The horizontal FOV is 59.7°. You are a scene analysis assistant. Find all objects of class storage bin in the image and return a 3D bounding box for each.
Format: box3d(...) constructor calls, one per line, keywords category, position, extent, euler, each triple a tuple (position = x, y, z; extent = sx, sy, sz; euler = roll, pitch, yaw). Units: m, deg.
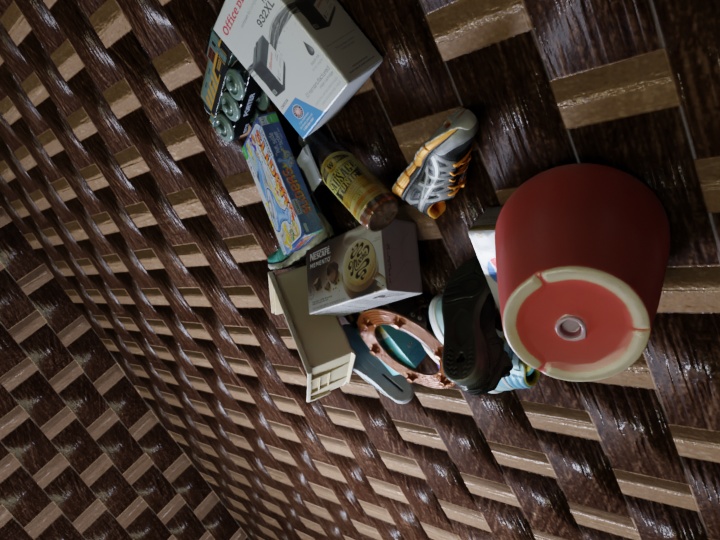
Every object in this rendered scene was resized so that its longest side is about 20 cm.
box3d(category="storage bin", position=(-0.095, 0.118, 1.182), extent=(0.199, 0.093, 0.202), euler=(102, 145, -63))

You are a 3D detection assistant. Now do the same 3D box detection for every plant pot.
box3d(category="plant pot", position=(0.235, 0.010, 0.685), extent=(0.198, 0.178, 0.202), euler=(11, 126, 15))

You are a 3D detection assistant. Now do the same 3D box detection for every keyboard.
box3d(category="keyboard", position=(-0.093, -0.145, 1.014), extent=(0.057, 0.011, 0.200), euler=(62, 164, 0))

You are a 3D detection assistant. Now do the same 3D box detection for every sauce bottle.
box3d(category="sauce bottle", position=(-0.025, -0.142, 0.929), extent=(0.200, 0.066, 0.066), euler=(47, 149, 27))

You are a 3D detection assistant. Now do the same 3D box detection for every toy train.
box3d(category="toy train", position=(-0.199, -0.293, 0.988), extent=(0.115, 0.085, 0.200), euler=(55, 149, 9))

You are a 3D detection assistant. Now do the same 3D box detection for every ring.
box3d(category="ring", position=(0.076, 0.139, 1.066), extent=(0.199, 0.019, 0.201), euler=(28, 150, 18))

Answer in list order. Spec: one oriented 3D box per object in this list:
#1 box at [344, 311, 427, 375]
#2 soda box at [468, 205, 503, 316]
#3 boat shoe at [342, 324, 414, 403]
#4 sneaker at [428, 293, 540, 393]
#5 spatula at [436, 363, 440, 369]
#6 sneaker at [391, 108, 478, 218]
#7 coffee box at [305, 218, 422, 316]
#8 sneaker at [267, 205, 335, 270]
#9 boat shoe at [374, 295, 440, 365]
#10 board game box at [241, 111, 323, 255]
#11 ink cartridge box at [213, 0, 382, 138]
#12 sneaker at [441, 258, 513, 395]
box3d(category="box", position=(0.031, 0.097, 1.154), extent=(0.200, 0.049, 0.082), euler=(50, 145, -5))
box3d(category="soda box", position=(0.219, 0.012, 0.856), extent=(0.068, 0.064, 0.202), euler=(1, 125, 46))
box3d(category="boat shoe", position=(0.022, 0.193, 1.241), extent=(0.200, 0.072, 0.071), euler=(46, 164, 16))
box3d(category="sneaker", position=(0.202, 0.105, 0.958), extent=(0.200, 0.080, 0.130), euler=(47, 149, -18))
box3d(category="spatula", position=(0.104, 0.093, 1.098), extent=(0.201, 0.021, 0.056), euler=(52, 147, -7))
box3d(category="sneaker", position=(0.110, -0.136, 0.818), extent=(0.077, 0.078, 0.200), euler=(45, 156, 3))
box3d(category="coffee box", position=(0.000, 0.000, 1.007), extent=(0.199, 0.079, 0.115), euler=(-19, 70, 48))
box3d(category="sneaker", position=(-0.114, -0.057, 1.153), extent=(0.199, 0.077, 0.080), euler=(-32, 83, 49))
box3d(category="boat shoe", position=(0.106, 0.082, 1.043), extent=(0.199, 0.071, 0.070), euler=(39, 153, -3))
box3d(category="board game box", position=(-0.131, -0.138, 1.030), extent=(0.202, 0.034, 0.135), euler=(68, 156, 4))
box3d(category="ink cartridge box", position=(-0.088, -0.306, 0.845), extent=(0.201, 0.084, 0.145), euler=(50, 146, -5))
box3d(category="sneaker", position=(0.168, 0.086, 0.899), extent=(0.075, 0.202, 0.114), euler=(-13, 142, 28))
